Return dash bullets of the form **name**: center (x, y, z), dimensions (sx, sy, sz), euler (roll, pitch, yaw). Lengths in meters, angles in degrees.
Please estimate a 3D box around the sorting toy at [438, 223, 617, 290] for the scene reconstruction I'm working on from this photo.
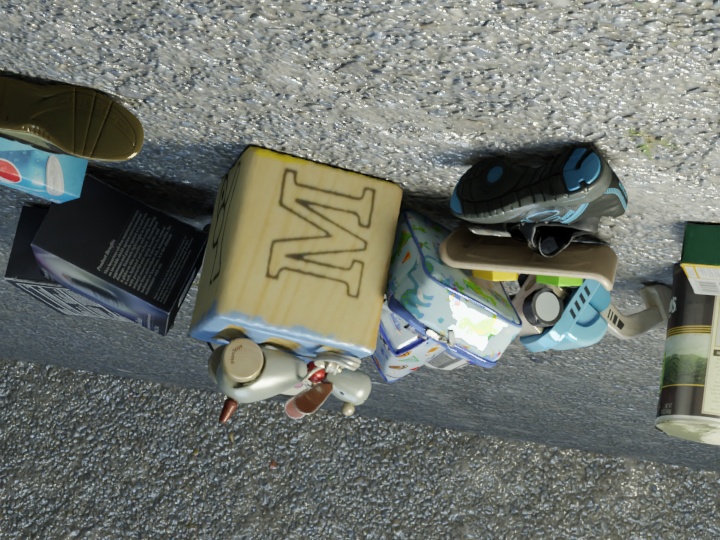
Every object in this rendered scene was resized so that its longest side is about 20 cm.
- **sorting toy**: center (0.198, -0.011, 1.600), dimensions (0.197, 0.037, 0.185), euler (10, -167, 11)

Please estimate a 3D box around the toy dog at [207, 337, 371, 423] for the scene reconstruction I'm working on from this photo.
- **toy dog**: center (-0.092, 0.144, 1.615), dimensions (0.197, 0.098, 0.132), euler (9, 168, 8)

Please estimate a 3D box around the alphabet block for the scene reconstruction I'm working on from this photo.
- **alphabet block**: center (-0.080, -0.009, 1.621), dimensions (0.194, 0.203, 0.195), euler (14, 167, -15)

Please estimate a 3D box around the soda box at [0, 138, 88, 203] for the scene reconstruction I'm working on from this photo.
- **soda box**: center (-0.423, -0.143, 1.614), dimensions (0.198, 0.069, 0.064), euler (19, 165, -33)

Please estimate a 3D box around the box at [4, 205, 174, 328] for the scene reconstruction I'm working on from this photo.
- **box**: center (-0.392, -0.004, 2.054), dimensions (0.196, 0.125, 0.200), euler (6, 165, 15)

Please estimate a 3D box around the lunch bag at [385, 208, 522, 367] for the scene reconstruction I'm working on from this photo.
- **lunch bag**: center (0.103, 0.021, 1.612), dimensions (0.160, 0.083, 0.201), euler (28, -160, -22)

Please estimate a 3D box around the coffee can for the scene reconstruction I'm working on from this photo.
- **coffee can**: center (0.443, 0.103, 1.675), dimensions (0.144, 0.203, 0.146), euler (10, 167, 2)

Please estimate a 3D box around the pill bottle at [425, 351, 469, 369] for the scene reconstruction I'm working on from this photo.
- **pill bottle**: center (0.140, 0.087, 2.044), dimensions (0.112, 0.115, 0.200), euler (13, 167, -10)

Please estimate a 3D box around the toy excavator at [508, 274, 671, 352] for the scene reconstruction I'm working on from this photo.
- **toy excavator**: center (0.298, 0.054, 1.772), dimensions (0.200, 0.195, 0.100), euler (44, 156, -15)

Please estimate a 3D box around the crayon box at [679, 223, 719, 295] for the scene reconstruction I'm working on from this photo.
- **crayon box**: center (0.468, -0.005, 1.534), dimensions (0.197, 0.052, 0.126), euler (6, 166, 23)

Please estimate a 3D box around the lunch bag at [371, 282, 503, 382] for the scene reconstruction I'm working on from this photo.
- **lunch bag**: center (0.101, 0.048, 1.802), dimensions (0.198, 0.125, 0.170), euler (-30, 168, -12)

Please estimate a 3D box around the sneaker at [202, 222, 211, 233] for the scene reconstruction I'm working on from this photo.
- **sneaker**: center (-0.127, -0.031, 1.891), dimensions (0.198, 0.071, 0.080), euler (21, 178, -27)

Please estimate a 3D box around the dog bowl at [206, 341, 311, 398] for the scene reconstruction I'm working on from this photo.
- **dog bowl**: center (-0.103, 0.065, 1.781), dimensions (0.198, 0.202, 0.074), euler (16, 130, -24)

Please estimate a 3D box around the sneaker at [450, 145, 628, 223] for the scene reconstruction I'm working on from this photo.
- **sneaker**: center (0.179, -0.071, 1.407), dimensions (0.198, 0.074, 0.082), euler (-2, 152, 44)

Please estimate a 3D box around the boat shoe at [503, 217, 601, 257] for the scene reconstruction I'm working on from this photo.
- **boat shoe**: center (0.212, -0.048, 1.515), dimensions (0.069, 0.067, 0.200), euler (15, 166, -20)

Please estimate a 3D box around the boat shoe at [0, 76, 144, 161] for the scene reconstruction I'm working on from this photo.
- **boat shoe**: center (-0.329, -0.162, 1.472), dimensions (0.198, 0.073, 0.066), euler (12, 177, -6)

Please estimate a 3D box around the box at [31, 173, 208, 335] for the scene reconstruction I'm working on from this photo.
- **box**: center (-0.318, -0.020, 1.811), dimensions (0.197, 0.124, 0.200), euler (27, 165, -3)
